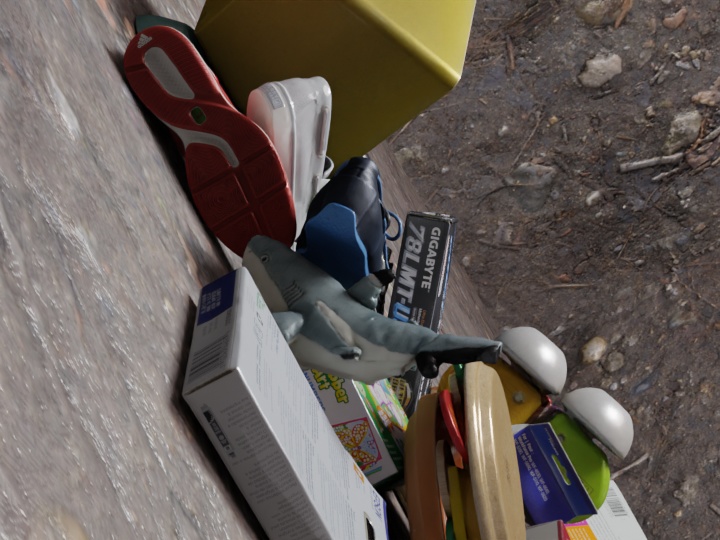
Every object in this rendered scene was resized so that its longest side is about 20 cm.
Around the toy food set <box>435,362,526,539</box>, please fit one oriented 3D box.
[{"bbox_3d":[0.094,0.161,1.346,0.198,0.048,0.201,48,35,-73],"label":"toy food set"}]

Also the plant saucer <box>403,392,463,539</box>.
[{"bbox_3d":[0.064,0.200,1.376,0.200,0.032,0.202,-9,90,-81],"label":"plant saucer"}]

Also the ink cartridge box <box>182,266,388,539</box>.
[{"bbox_3d":[-0.043,0.115,1.064,0.201,0.040,0.200,60,6,-15],"label":"ink cartridge box"}]

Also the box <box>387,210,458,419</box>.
[{"bbox_3d":[0.053,0.044,1.632,0.198,0.049,0.201,-17,117,-86],"label":"box"}]

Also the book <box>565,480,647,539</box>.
[{"bbox_3d":[0.201,0.277,1.730,0.134,0.199,0.048,64,-38,37],"label":"book"}]

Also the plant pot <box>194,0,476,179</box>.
[{"bbox_3d":[-0.030,-0.228,1.519,0.176,0.200,0.201,37,41,-23],"label":"plant pot"}]

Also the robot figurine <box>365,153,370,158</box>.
[{"bbox_3d":[-0.061,-0.154,1.698,0.201,0.124,0.150,62,6,1],"label":"robot figurine"}]

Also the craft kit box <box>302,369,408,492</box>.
[{"bbox_3d":[-0.015,0.087,1.416,0.198,0.048,0.200,60,6,9],"label":"craft kit box"}]

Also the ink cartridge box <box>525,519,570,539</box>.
[{"bbox_3d":[0.166,0.334,1.423,0.146,0.082,0.201,-85,154,-58],"label":"ink cartridge box"}]

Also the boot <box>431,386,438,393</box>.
[{"bbox_3d":[0.139,0.202,1.874,0.200,0.077,0.155,36,6,7],"label":"boot"}]

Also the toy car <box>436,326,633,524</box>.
[{"bbox_3d":[0.163,0.169,1.706,0.200,0.175,0.150,42,-3,12],"label":"toy car"}]

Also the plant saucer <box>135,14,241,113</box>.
[{"bbox_3d":[-0.131,-0.144,1.501,0.201,0.036,0.200,60,7,-12],"label":"plant saucer"}]

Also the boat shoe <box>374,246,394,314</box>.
[{"bbox_3d":[0.000,0.000,1.557,0.072,0.068,0.201,28,-41,48],"label":"boat shoe"}]

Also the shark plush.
[{"bbox_3d":[-0.002,0.031,1.196,0.091,0.199,0.084,37,68,-55],"label":"shark plush"}]

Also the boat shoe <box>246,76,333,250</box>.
[{"bbox_3d":[-0.054,-0.077,1.391,0.201,0.068,0.072,91,-26,-42],"label":"boat shoe"}]

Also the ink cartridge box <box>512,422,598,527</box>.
[{"bbox_3d":[0.120,0.192,1.556,0.200,0.039,0.100,-16,-74,56],"label":"ink cartridge box"}]

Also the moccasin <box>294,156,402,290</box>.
[{"bbox_3d":[-0.002,-0.031,1.277,0.080,0.068,0.200,26,-13,-3],"label":"moccasin"}]

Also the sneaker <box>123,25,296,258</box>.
[{"bbox_3d":[-0.105,-0.101,1.341,0.201,0.078,0.116,63,8,-2],"label":"sneaker"}]

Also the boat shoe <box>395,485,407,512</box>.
[{"bbox_3d":[0.094,0.237,1.520,0.201,0.067,0.072,62,6,-1],"label":"boat shoe"}]
